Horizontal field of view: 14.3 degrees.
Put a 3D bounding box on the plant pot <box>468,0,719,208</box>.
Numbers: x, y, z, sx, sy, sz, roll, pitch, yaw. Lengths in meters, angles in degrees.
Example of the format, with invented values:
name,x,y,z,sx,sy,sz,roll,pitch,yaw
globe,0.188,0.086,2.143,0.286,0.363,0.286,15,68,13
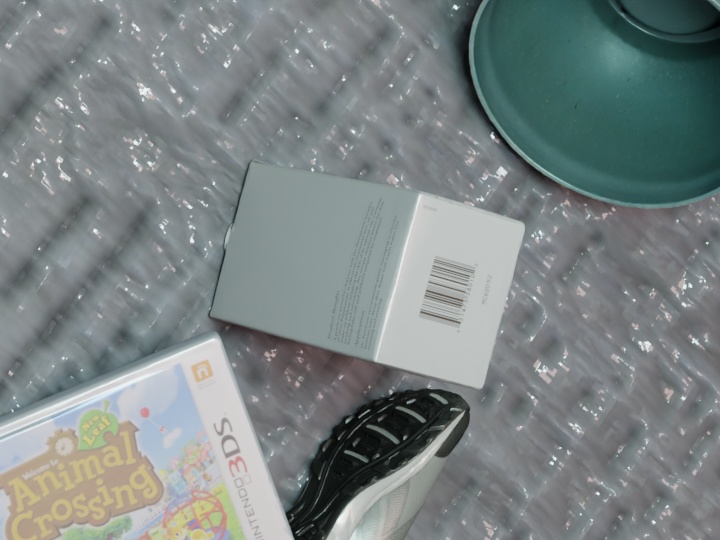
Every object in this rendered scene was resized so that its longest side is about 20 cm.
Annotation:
name,x,y,z,sx,sy,sz,roll,pitch,yaw
plant pot,0.186,-0.159,1.866,0.200,0.200,0.134,56,40,-25

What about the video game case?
name,x,y,z,sx,sy,sz,roll,pitch,yaw
video game case,-0.147,0.156,1.735,0.200,0.022,0.182,-22,104,-12

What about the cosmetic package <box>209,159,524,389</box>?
name,x,y,z,sx,sy,sz,roll,pitch,yaw
cosmetic package,0.000,0.000,1.743,0.085,0.200,0.108,15,90,-32

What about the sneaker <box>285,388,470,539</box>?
name,x,y,z,sx,sy,sz,roll,pitch,yaw
sneaker,0.002,0.158,1.848,0.200,0.074,0.079,-50,128,-11
